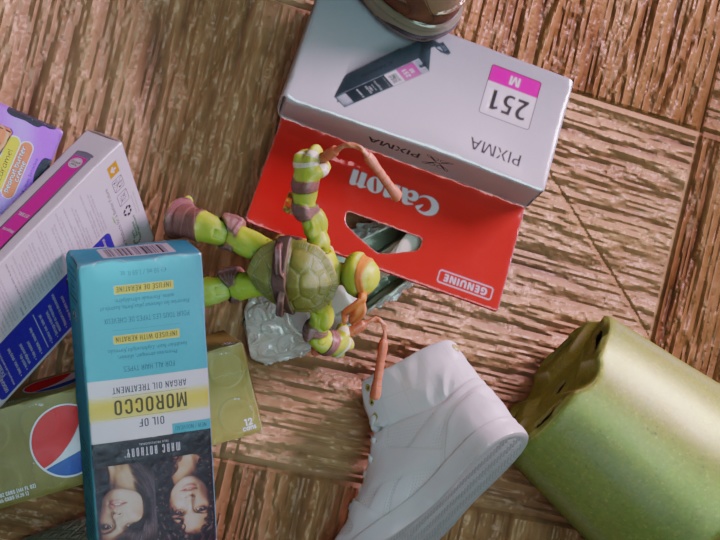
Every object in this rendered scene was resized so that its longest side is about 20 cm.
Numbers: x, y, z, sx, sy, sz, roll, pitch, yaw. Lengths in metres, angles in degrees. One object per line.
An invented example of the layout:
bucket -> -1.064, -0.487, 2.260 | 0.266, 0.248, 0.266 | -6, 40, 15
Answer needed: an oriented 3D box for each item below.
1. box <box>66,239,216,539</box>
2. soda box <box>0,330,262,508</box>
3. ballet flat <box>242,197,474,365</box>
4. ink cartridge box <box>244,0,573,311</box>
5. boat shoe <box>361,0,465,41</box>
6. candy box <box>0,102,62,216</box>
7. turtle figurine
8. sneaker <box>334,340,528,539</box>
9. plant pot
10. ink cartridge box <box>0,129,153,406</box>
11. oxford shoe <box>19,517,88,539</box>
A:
box -> -0.142, 0.085, 0.869 | 0.082, 0.049, 0.202 | -6, 104, -18
soda box -> -0.174, 0.101, 0.926 | 0.198, 0.064, 0.068 | -15, 100, -17
ballet flat -> 0.000, 0.000, 0.975 | 0.199, 0.072, 0.072 | -34, 103, -12
ink cartridge box -> 0.035, -0.087, 0.948 | 0.198, 0.044, 0.175 | 19, 71, -6
boat shoe -> -0.006, -0.243, 0.928 | 0.199, 0.072, 0.076 | 32, 65, 1
candy box -> -0.319, -0.054, 0.864 | 0.199, 0.071, 0.169 | 24, 87, -19
turtle figurine -> -0.052, 0.007, 0.905 | 0.160, 0.065, 0.201 | 5, 124, 17
sneaker -> 0.026, 0.143, 0.996 | 0.200, 0.116, 0.073 | -46, 148, 19
plant pot -> 0.213, 0.140, 1.003 | 0.184, 0.200, 0.201 | 38, 83, -5
ink cartridge box -> -0.213, 0.008, 0.860 | 0.200, 0.037, 0.095 | -54, 151, -33
oxford shoe -> -0.228, 0.223, 0.916 | 0.199, 0.075, 0.058 | -22, 106, -12
